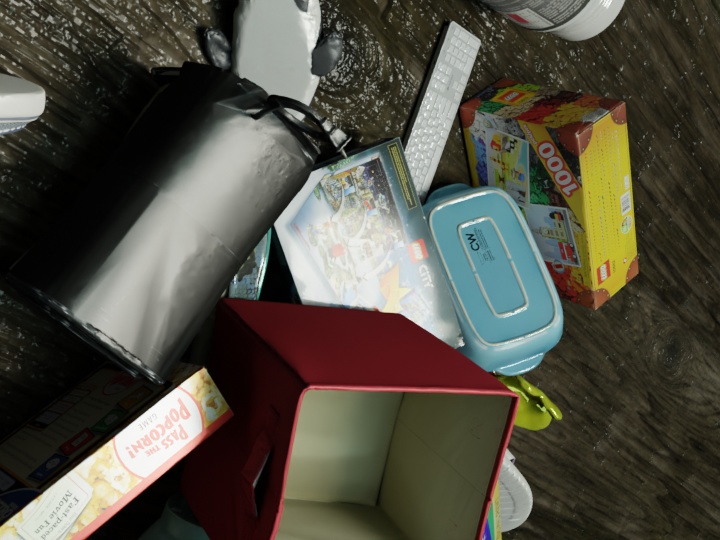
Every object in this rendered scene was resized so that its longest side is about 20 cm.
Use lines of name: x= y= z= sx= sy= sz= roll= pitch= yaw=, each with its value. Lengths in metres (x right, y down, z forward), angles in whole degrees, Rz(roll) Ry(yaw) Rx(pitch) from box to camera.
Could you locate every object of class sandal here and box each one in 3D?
sandal: x=0.147 y=0.230 z=1.168 sx=0.050 sy=0.082 sz=0.203 roll=-87 pitch=157 yaw=-50

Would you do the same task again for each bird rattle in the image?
bird rattle: x=0.117 y=0.088 z=1.037 sx=0.112 sy=0.200 sz=0.163 roll=-16 pitch=159 yaw=-5

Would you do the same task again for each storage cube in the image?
storage cube: x=-0.016 y=0.134 z=0.765 sx=0.200 sy=0.180 sz=0.171 roll=5 pitch=105 yaw=-29

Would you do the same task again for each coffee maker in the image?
coffee maker: x=-0.134 y=-0.036 z=0.691 sx=0.135 sy=0.192 sz=0.200 roll=37 pitch=75 yaw=-16

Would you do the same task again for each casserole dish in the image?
casserole dish: x=0.122 y=0.001 z=0.961 sx=0.121 sy=0.200 sz=0.039 roll=-18 pitch=164 yaw=-14

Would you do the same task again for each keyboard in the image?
keyboard: x=0.068 y=-0.137 z=0.976 sx=0.056 sy=0.011 sz=0.200 roll=17 pitch=94 yaw=-46

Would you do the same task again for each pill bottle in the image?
pill bottle: x=0.156 y=-0.288 z=0.925 sx=0.200 sy=0.116 sz=0.117 roll=14 pitch=96 yaw=-46

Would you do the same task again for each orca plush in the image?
orca plush: x=-0.074 y=-0.209 z=0.791 sx=0.105 sy=0.071 sz=0.200 roll=-15 pitch=122 yaw=11

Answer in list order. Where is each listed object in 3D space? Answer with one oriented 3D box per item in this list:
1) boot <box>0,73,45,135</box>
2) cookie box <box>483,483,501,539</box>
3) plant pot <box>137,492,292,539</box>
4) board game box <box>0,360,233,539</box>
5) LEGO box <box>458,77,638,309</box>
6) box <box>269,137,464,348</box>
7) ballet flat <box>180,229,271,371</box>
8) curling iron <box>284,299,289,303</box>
boot: x=-0.295 y=-0.075 z=0.614 sx=0.200 sy=0.073 sz=0.091 roll=-6 pitch=117 yaw=-34
cookie box: x=0.062 y=0.311 z=1.080 sx=0.200 sy=0.075 sz=0.171 roll=-42 pitch=144 yaw=-25
plant pot: x=-0.112 y=0.261 z=0.831 sx=0.200 sy=0.200 sz=0.134 roll=7 pitch=96 yaw=-45
board game box: x=-0.208 y=0.136 z=0.712 sx=0.200 sy=0.151 sz=0.046 roll=-39 pitch=112 yaw=-26
LEGO box: x=0.192 y=-0.080 z=1.020 sx=0.077 sy=0.149 sz=0.200 roll=-35 pitch=127 yaw=-29
box: x=0.000 y=0.000 z=0.884 sx=0.136 sy=0.038 sz=0.200 roll=-24 pitch=104 yaw=-23
ballet flat: x=-0.125 y=0.036 z=0.819 sx=0.074 sy=0.074 sz=0.200 roll=5 pitch=101 yaw=-45
curling iron: x=-0.077 y=0.071 z=0.882 sx=0.050 sy=0.026 sz=0.200 roll=96 pitch=15 yaw=-65
